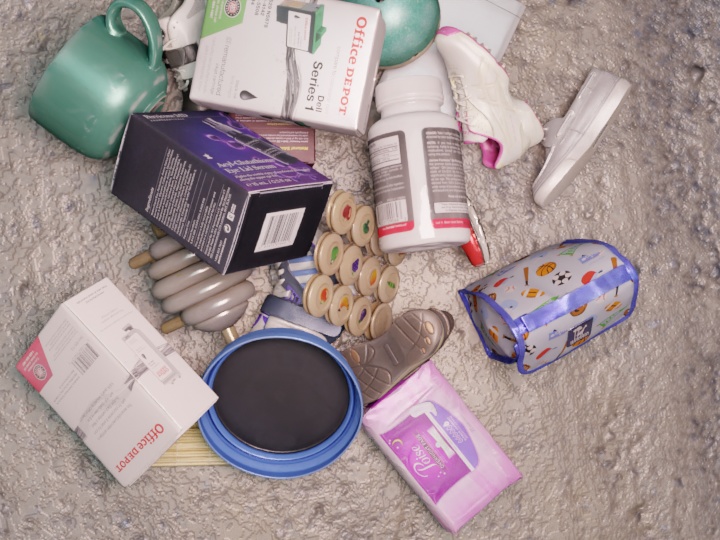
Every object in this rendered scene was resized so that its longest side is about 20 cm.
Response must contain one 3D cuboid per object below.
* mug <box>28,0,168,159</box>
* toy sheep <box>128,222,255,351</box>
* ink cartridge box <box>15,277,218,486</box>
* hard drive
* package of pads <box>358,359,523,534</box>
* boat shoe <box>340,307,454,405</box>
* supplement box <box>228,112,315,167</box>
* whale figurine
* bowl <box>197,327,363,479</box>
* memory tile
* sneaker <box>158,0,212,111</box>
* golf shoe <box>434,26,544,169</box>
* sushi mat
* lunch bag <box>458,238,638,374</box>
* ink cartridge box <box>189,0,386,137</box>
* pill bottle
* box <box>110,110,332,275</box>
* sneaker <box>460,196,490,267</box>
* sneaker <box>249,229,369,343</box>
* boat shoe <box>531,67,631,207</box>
[{"bbox_3d":[-0.295,-0.214,1.183,0.114,0.185,0.152,37,61,-6],"label":"mug"},{"bbox_3d":[-0.195,0.008,1.219,0.138,0.138,0.200,-28,97,-6],"label":"toy sheep"},{"bbox_3d":[-0.288,0.133,1.183,0.200,0.083,0.147,47,125,2],"label":"ink cartridge box"},{"bbox_3d":[0.115,-0.284,1.310,0.132,0.027,0.200,26,86,-5],"label":"hard drive"},{"bbox_3d":[0.097,0.221,1.270,0.120,0.076,0.200,-39,93,-9],"label":"package of pads"},{"bbox_3d":[0.042,0.108,1.235,0.073,0.200,0.075,-10,72,-50],"label":"boat shoe"},{"bbox_3d":[-0.111,-0.230,1.265,0.109,0.061,0.200,1,88,-5],"label":"supplement box"},{"bbox_3d":[0.013,-0.350,1.255,0.159,0.104,0.200,-33,79,6],"label":"whale figurine"},{"bbox_3d":[-0.097,0.159,1.217,0.201,0.039,0.201,0,114,-1],"label":"bowl"},{"bbox_3d":[0.000,0.000,1.216,0.017,0.200,0.153,12,82,30],"label":"memory tile"},{"bbox_3d":[-0.218,-0.271,1.234,0.088,0.074,0.200,6,87,-34],"label":"sneaker"},{"bbox_3d":[0.148,-0.213,1.261,0.092,0.075,0.200,-46,112,-9],"label":"golf shoe"},{"bbox_3d":[-0.192,0.199,1.268,0.200,0.012,0.096,0,89,-6],"label":"sushi mat"},{"bbox_3d":[0.232,0.041,1.228,0.170,0.200,0.124,-27,91,-7],"label":"lunch bag"},{"bbox_3d":[-0.081,-0.246,1.168,0.200,0.084,0.146,11,93,3],"label":"ink cartridge box"},{"bbox_3d":[0.067,-0.125,1.200,0.111,0.111,0.200,-5,86,-7],"label":"pill bottle"},{"bbox_3d":[-0.159,-0.095,1.145,0.200,0.148,0.104,34,117,26],"label":"box"},{"bbox_3d":[0.091,-0.079,1.285,0.085,0.077,0.200,-35,82,-1],"label":"sneaker"},{"bbox_3d":[-0.098,0.015,1.248,0.146,0.081,0.200,-43,100,-12],"label":"sneaker"},{"bbox_3d":[0.273,-0.177,1.309,0.069,0.072,0.200,34,92,17],"label":"boat shoe"}]
